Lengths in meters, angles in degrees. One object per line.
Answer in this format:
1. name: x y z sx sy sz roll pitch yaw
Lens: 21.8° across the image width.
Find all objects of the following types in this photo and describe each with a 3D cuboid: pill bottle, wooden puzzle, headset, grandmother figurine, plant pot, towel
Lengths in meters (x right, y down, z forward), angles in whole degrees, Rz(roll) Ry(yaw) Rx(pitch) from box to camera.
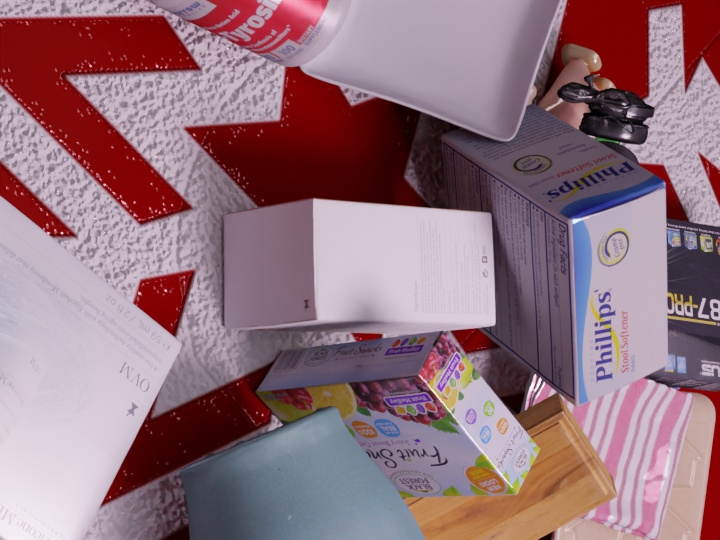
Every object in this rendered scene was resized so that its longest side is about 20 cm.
1. pill bottle: -0.110 -0.248 1.490 0.199 0.112 0.114 22 72 -37
2. wooden puzzle: 0.253 0.213 1.787 0.184 0.046 0.203 6 87 -34
3. headset: 0.213 -0.115 1.691 0.093 0.200 0.125 12 72 3
4. grandmother figurine: 0.170 -0.118 1.761 0.122 0.060 0.200 52 59 -20
5. plant pot: -0.047 0.216 1.449 0.199 0.199 0.190 -19 85 -40
6. towel: 0.225 0.158 1.723 0.199 0.030 0.148 22 80 -31

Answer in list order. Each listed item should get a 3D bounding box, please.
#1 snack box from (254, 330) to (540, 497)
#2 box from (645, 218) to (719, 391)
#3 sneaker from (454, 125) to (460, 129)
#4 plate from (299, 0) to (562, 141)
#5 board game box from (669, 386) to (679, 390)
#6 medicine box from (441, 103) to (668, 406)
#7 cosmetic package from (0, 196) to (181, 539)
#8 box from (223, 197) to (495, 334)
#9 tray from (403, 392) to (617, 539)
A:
1. snack box: 0.028 0.121 1.515 0.142 0.199 0.053 49 55 -26
2. box: 0.287 0.029 1.827 0.198 0.049 0.163 9 75 -33
3. sneaker: 0.088 -0.179 1.695 0.084 0.074 0.203 1 81 -27
4. plate: 0.069 -0.223 1.635 0.198 0.032 0.201 19 70 4
5. board game box: 0.268 0.094 1.847 0.199 0.019 0.104 -34 106 -38
6. medicine box: 0.167 -0.017 1.608 0.102 0.200 0.184 -21 124 -23
7. cosmetic package: -0.266 0.082 1.316 0.199 0.122 0.201 41 62 -30
8. box: 0.000 0.000 1.554 0.199 0.124 0.099 3 83 -41
9. tray: 0.109 0.197 1.597 0.099 0.199 0.037 55 12 -22
